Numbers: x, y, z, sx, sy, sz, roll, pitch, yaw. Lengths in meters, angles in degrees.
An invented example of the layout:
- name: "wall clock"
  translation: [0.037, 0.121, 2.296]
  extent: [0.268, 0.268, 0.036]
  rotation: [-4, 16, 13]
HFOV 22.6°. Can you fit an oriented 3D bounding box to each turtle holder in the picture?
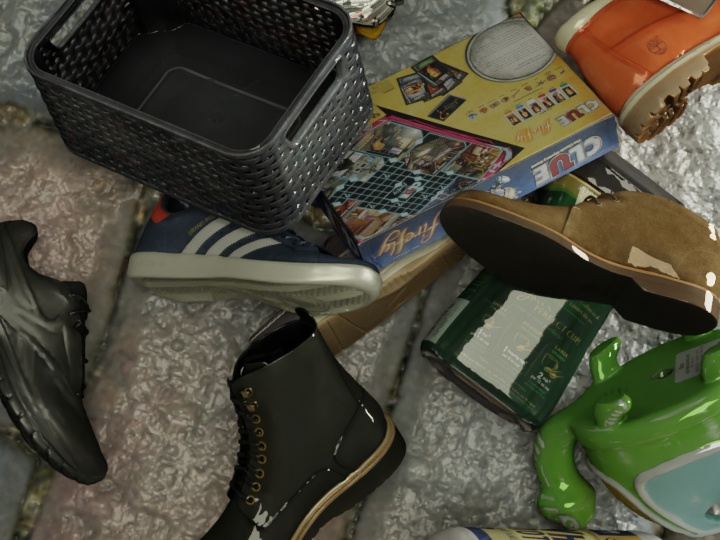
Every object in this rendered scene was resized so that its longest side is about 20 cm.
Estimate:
- name: "turtle holder"
  translation: [0.214, 0.120, 1.248]
  extent: [0.185, 0.141, 0.132]
  rotation: [-30, 104, -11]

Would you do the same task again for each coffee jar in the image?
- name: "coffee jar"
  translation: [0.138, 0.008, 1.276]
  extent: [0.104, 0.085, 0.200]
  rotation: [37, 84, -1]

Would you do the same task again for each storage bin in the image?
- name: "storage bin"
  translation: [-0.107, -0.127, 1.215]
  extent: [0.200, 0.094, 0.135]
  rotation: [23, 65, 24]

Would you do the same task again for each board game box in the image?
- name: "board game box"
  translation: [0.060, -0.092, 1.262]
  extent: [0.200, 0.035, 0.136]
  rotation: [-27, 48, -9]

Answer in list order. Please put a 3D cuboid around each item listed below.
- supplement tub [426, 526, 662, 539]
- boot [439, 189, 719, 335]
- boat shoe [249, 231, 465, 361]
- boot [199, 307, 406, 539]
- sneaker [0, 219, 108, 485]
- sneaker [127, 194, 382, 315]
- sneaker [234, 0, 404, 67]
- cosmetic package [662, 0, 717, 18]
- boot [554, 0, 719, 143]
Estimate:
- name: "supplement tub"
  translation: [0.141, 0.247, 1.217]
  extent: [0.200, 0.144, 0.144]
  rotation: [3, 84, -17]
- name: "boot"
  translation: [0.151, -0.023, 1.211]
  extent: [0.200, 0.074, 0.075]
  rotation: [19, 66, -8]
- name: "boat shoe"
  translation: [0.000, 0.000, 1.277]
  extent: [0.200, 0.072, 0.065]
  rotation: [-36, 70, -2]
- name: "boot"
  translation: [-0.078, 0.131, 1.224]
  extent: [0.200, 0.077, 0.138]
  rotation: [-43, 124, -18]
- name: "sneaker"
  translation: [-0.220, 0.054, 1.251]
  extent: [0.091, 0.076, 0.200]
  rotation: [-29, 90, -14]
- name: "sneaker"
  translation: [-0.070, -0.022, 1.233]
  extent: [0.200, 0.075, 0.085]
  rotation: [6, 71, 30]
- name: "sneaker"
  translation: [0.009, -0.212, 1.297]
  extent: [0.200, 0.078, 0.082]
  rotation: [-29, 92, 3]
- name: "cosmetic package"
  translation: [0.239, -0.289, 1.270]
  extent: [0.103, 0.087, 0.200]
  rotation: [27, 55, -2]
- name: "boot"
  translation: [0.228, -0.180, 1.290]
  extent: [0.200, 0.075, 0.107]
  rotation: [-33, 70, -34]
